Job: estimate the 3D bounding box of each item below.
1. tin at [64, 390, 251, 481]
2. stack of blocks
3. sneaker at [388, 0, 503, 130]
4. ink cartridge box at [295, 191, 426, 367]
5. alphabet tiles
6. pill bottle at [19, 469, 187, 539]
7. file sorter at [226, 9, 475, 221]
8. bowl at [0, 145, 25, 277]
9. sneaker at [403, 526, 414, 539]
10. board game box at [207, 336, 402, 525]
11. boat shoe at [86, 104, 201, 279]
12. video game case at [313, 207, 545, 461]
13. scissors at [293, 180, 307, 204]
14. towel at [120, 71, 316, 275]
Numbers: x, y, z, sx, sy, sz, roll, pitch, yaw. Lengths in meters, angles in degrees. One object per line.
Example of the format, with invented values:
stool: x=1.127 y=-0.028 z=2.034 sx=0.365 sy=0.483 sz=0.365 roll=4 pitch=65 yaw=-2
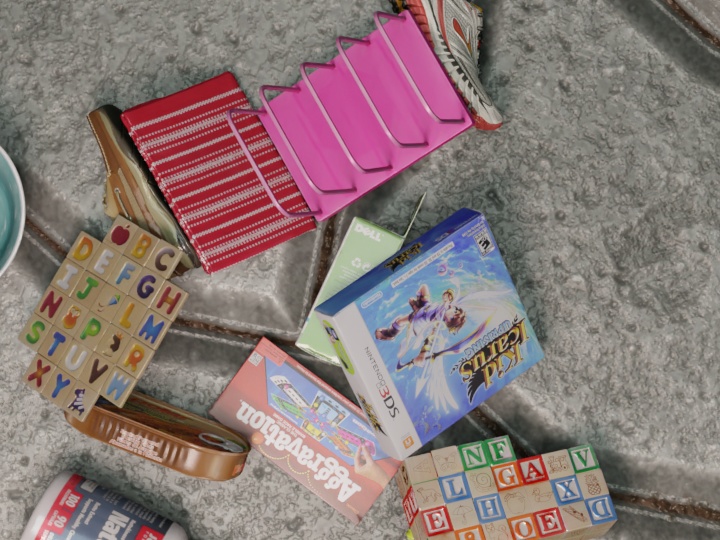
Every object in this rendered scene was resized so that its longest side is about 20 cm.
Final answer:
tin: x=-0.211 y=0.166 z=1.729 sx=0.200 sy=0.112 sz=0.042 roll=20 pitch=103 yaw=10
stack of blocks: x=0.149 y=0.234 z=1.724 sx=0.200 sy=0.059 sz=0.115 roll=-11 pitch=66 yaw=-14
sneaker: x=0.104 y=-0.242 z=1.768 sx=0.082 sy=0.078 sz=0.200 roll=-26 pitch=92 yaw=-9
ink cartridge box: x=0.000 y=0.000 z=1.743 sx=0.059 sy=0.104 sz=0.200 roll=25 pitch=88 yaw=1
alphabet tiles: x=-0.265 y=0.047 z=1.708 sx=0.166 sy=0.006 sz=0.200 roll=28 pitch=86 yaw=34
pill bottle: x=-0.245 y=0.300 z=1.725 sx=0.200 sy=0.120 sz=0.120 roll=25 pitch=88 yaw=1
file sorter: x=-0.015 y=-0.157 z=1.701 sx=0.200 sy=0.125 sz=0.139 roll=-32 pitch=83 yaw=19
bowl: x=-0.440 y=-0.056 z=1.749 sx=0.200 sy=0.105 sz=0.201 roll=0 pitch=87 yaw=0
sneaker: x=0.106 y=0.358 z=1.750 sx=0.200 sy=0.074 sz=0.081 roll=42 pitch=95 yaw=9
board game box: x=-0.053 y=0.170 z=1.779 sx=0.200 sy=0.019 sz=0.103 roll=36 pitch=89 yaw=2
boat shoe: x=-0.239 y=-0.078 z=1.765 sx=0.074 sy=0.076 sz=0.200 roll=-31 pitch=83 yaw=16
video game case: x=0.074 y=0.065 z=1.705 sx=0.200 sy=0.045 sz=0.181 roll=-34 pitch=116 yaw=-19
scissors: x=-0.064 y=-0.072 z=1.792 sx=0.073 sy=0.014 sz=0.200 roll=35 pitch=88 yaw=2
towel: x=-0.149 y=-0.105 z=1.757 sx=0.144 sy=0.022 sz=0.200 roll=-26 pitch=82 yaw=-30
